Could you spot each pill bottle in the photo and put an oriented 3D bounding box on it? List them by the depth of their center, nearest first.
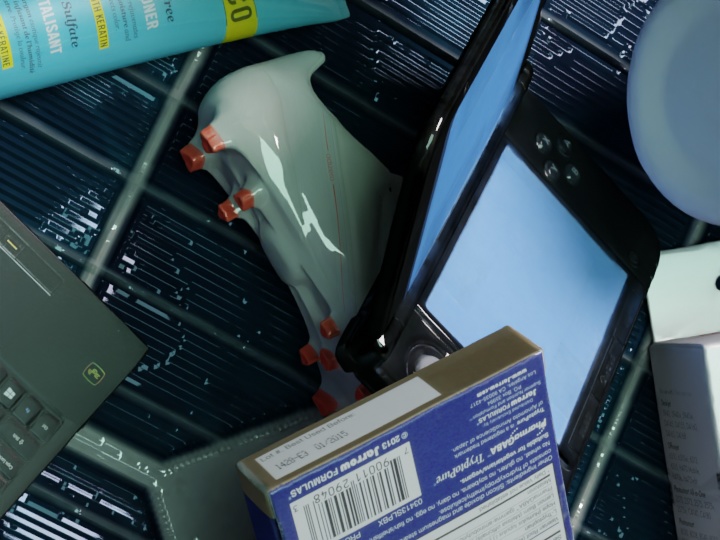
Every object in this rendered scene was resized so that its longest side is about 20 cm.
[{"bbox_3d":[0.224,-0.078,0.954,0.199,0.114,0.115,-3,88,-43],"label":"pill bottle"}]

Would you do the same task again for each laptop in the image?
[{"bbox_3d":[-0.192,0.043,0.801,0.177,0.103,0.200,46,73,-15],"label":"laptop"}]

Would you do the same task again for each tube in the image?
[{"bbox_3d":[-0.099,-0.116,0.882,0.199,0.050,0.078,-22,103,-27],"label":"tube"}]

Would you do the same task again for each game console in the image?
[{"bbox_3d":[0.078,-0.027,0.869,0.176,0.116,0.200,46,44,-15],"label":"game console"}]

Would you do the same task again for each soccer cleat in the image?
[{"bbox_3d":[0.000,0.000,0.905,0.077,0.069,0.201,-32,97,-24],"label":"soccer cleat"}]

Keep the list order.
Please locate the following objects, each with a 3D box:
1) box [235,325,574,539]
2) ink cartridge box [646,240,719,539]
[{"bbox_3d":[0.030,0.133,0.813,0.121,0.032,0.201,-25,121,-21],"label":"box"},{"bbox_3d":[0.205,0.082,0.976,0.115,0.067,0.202,-10,92,-13],"label":"ink cartridge box"}]
